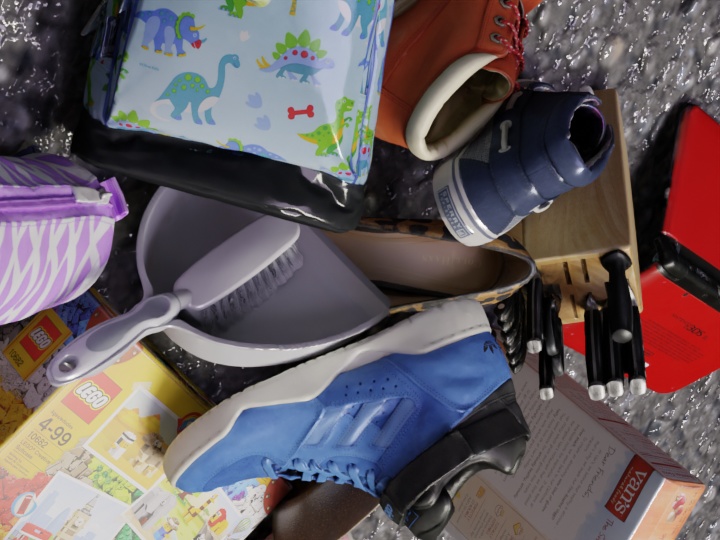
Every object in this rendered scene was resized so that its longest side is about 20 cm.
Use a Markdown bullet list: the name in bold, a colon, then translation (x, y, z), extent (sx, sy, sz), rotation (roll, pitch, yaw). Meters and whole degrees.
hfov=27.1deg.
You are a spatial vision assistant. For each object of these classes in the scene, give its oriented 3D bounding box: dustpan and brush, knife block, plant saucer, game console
- **dustpan and brush**: translation (-0.086, 0.013, 0.787), extent (0.199, 0.140, 0.057), rotation (-37, 164, -30)
- **knife block**: translation (0.155, -0.013, 0.964), extent (0.200, 0.175, 0.064), rotation (-40, 138, -20)
- **plant saucer**: translation (0.007, 0.102, 0.952), extent (0.032, 0.200, 0.200), rotation (43, 86, -8)
- **game console**: translation (0.246, -0.009, 1.171), extent (0.172, 0.120, 0.199), rotation (-32, 144, 27)

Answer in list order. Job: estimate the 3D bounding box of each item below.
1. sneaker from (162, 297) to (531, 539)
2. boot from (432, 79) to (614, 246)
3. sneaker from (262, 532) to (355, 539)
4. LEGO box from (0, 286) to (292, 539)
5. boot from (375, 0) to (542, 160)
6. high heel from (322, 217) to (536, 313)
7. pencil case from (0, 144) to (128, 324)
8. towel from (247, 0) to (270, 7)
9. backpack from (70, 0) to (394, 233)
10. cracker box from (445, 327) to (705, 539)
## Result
- **sneaker**: translation (-0.003, 0.105, 0.818), extent (0.198, 0.112, 0.077), rotation (-24, 166, -3)
- **boot**: translation (0.116, -0.078, 0.895), extent (0.073, 0.090, 0.200), rotation (58, 29, -13)
- **sneaker**: translation (-0.040, 0.246, 1.069), extent (0.104, 0.076, 0.201), rotation (-24, 140, -8)
- **LEGO box**: translation (-0.154, 0.116, 0.873), extent (0.149, 0.077, 0.200), rotation (-45, 137, -5)
- **boot**: translation (0.075, -0.142, 0.871), extent (0.200, 0.107, 0.075), rotation (-43, 135, -11)
- **high heel**: translation (0.000, 0.000, 0.871), extent (0.199, 0.142, 0.072), rotation (-9, 97, -42)
- **pencil case**: translation (-0.172, -0.016, 0.687), extent (0.085, 0.200, 0.085), rotation (-16, 93, 10)
- **towel**: translation (-0.077, -0.239, 0.638), extent (0.199, 0.048, 0.172), rotation (33, 96, -3)
- **backpack**: translation (-0.051, -0.134, 0.742), extent (0.161, 0.154, 0.202), rotation (16, 90, -4)
- **cracker box**: translation (0.125, 0.147, 1.041), extent (0.057, 0.200, 0.135), rotation (15, 108, -44)
